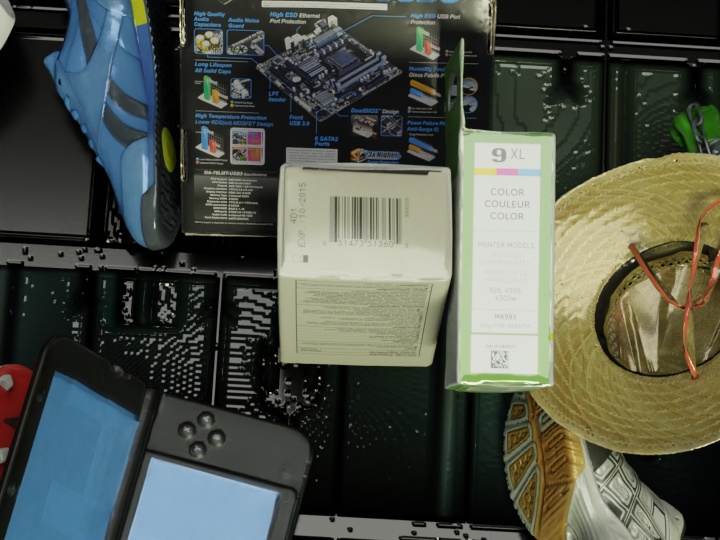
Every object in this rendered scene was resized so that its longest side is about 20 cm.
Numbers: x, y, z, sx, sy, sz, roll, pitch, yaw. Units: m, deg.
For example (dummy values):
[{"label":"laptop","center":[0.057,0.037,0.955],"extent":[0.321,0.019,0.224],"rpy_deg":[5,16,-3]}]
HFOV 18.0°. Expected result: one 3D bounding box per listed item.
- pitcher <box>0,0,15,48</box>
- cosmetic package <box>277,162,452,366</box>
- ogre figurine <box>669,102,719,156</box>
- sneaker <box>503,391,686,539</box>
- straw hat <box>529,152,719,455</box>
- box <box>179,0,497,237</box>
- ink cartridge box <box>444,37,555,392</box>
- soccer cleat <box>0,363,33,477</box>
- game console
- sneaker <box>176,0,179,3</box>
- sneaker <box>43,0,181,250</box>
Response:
[{"label":"pitcher","center":[-0.338,-0.165,1.476],"extent":[0.200,0.121,0.172],"rpy_deg":[-30,62,2]},{"label":"cosmetic package","center":[0.000,0.000,1.388],"extent":[0.105,0.200,0.071],"rpy_deg":[2,73,-3]},{"label":"ogre figurine","center":[0.310,-0.055,1.472],"extent":[0.199,0.098,0.120],"rpy_deg":[10,57,-31]},{"label":"sneaker","center":[0.154,0.152,1.428],"extent":[0.087,0.076,0.201],"rpy_deg":[-1,62,-32]},{"label":"straw hat","center":[0.197,0.030,1.424],"extent":[0.200,0.085,0.202],"rpy_deg":[-5,73,15]},{"label":"box","center":[-0.015,-0.119,1.431],"extent":[0.199,0.050,0.199],"rpy_deg":[1,112,1]},{"label":"ink cartridge box","center":[0.082,-0.029,1.347],"extent":[0.059,0.104,0.201],"rpy_deg":[0,86,-2]},{"label":"soccer cleat","center":[-0.244,0.148,1.409],"extent":[0.069,0.085,0.201],"rpy_deg":[32,51,-30]},{"label":"game console","center":[-0.131,0.163,1.380],"extent":[0.172,0.119,0.201],"rpy_deg":[15,75,2]},{"label":"sneaker","center":[-0.030,-0.171,1.499],"extent":[0.200,0.076,0.077],"rpy_deg":[35,70,0]},{"label":"sneaker","center":[-0.161,-0.105,1.488],"extent":[0.078,0.066,0.201],"rpy_deg":[-10,75,8]}]
